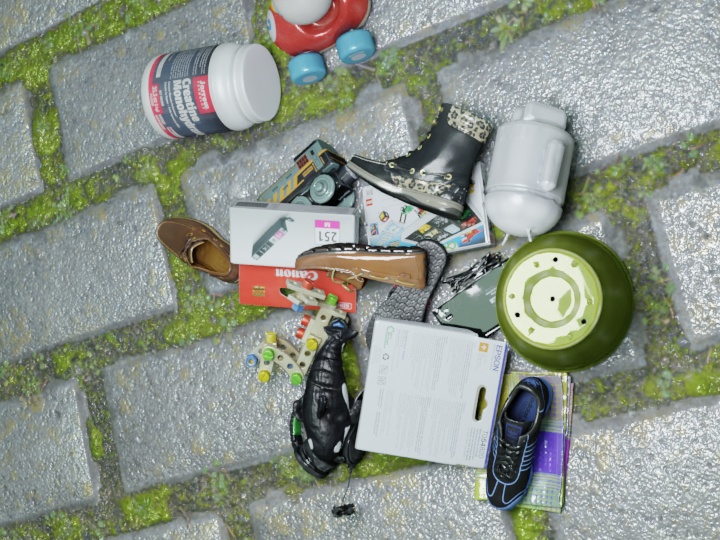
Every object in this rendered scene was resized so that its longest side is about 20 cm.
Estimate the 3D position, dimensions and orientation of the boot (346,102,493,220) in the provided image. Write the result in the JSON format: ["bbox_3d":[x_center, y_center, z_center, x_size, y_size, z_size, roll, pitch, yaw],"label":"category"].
[{"bbox_3d":[0.090,-0.177,1.668,0.202,0.073,0.155,24,90,27],"label":"boot"}]

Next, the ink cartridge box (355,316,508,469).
[{"bbox_3d":[0.103,0.179,1.636,0.197,0.041,0.202,10,100,1],"label":"ink cartridge box"}]

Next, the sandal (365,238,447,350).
[{"bbox_3d":[0.075,0.043,1.703,0.075,0.045,0.202,29,104,4],"label":"sandal"}]

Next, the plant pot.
[{"bbox_3d":[0.266,0.039,1.513,0.198,0.193,0.203,-1,87,15],"label":"plant pot"}]

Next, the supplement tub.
[{"bbox_3d":[-0.245,-0.295,1.833,0.198,0.140,0.142,-4,85,26],"label":"supplement tub"}]

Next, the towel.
[{"bbox_3d":[0.234,0.243,1.630,0.142,0.023,0.203,4,88,25],"label":"towel"}]

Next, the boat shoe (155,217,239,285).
[{"bbox_3d":[-0.268,-0.038,1.868,0.199,0.067,0.073,27,99,25],"label":"boat shoe"}]

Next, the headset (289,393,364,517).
[{"bbox_3d":[-0.049,0.279,1.726,0.122,0.094,0.202,-24,75,23],"label":"headset"}]

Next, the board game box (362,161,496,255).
[{"bbox_3d":[0.102,-0.083,1.707,0.198,0.035,0.128,-10,82,25],"label":"board game box"}]

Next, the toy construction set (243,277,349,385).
[{"bbox_3d":[-0.093,0.095,1.743,0.130,0.092,0.201,24,122,-3],"label":"toy construction set"}]

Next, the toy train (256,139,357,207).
[{"bbox_3d":[-0.093,-0.115,1.785,0.200,0.085,0.115,-41,59,21],"label":"toy train"}]

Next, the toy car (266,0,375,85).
[{"bbox_3d":[-0.095,-0.415,1.733,0.175,0.199,0.187,-19,78,24],"label":"toy car"}]

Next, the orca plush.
[{"bbox_3d":[-0.041,0.185,1.659,0.104,0.071,0.202,20,90,-1],"label":"orca plush"}]

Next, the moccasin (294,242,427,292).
[{"bbox_3d":[0.000,0.000,1.662,0.198,0.074,0.079,2,101,5],"label":"moccasin"}]

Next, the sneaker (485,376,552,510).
[{"bbox_3d":[0.214,0.246,1.584,0.069,0.078,0.203,17,94,25],"label":"sneaker"}]

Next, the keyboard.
[{"bbox_3d":[0.200,0.024,1.653,0.199,0.040,0.105,-34,86,9],"label":"keyboard"}]

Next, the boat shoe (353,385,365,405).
[{"bbox_3d":[0.073,0.164,1.689,0.198,0.066,0.071,-27,76,22],"label":"boat shoe"}]

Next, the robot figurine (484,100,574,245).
[{"bbox_3d":[0.239,-0.135,1.590,0.112,0.169,0.203,14,79,-13],"label":"robot figurine"}]

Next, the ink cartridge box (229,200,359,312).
[{"bbox_3d":[-0.103,-0.015,1.736,0.197,0.044,0.176,4,110,8],"label":"ink cartridge box"}]
